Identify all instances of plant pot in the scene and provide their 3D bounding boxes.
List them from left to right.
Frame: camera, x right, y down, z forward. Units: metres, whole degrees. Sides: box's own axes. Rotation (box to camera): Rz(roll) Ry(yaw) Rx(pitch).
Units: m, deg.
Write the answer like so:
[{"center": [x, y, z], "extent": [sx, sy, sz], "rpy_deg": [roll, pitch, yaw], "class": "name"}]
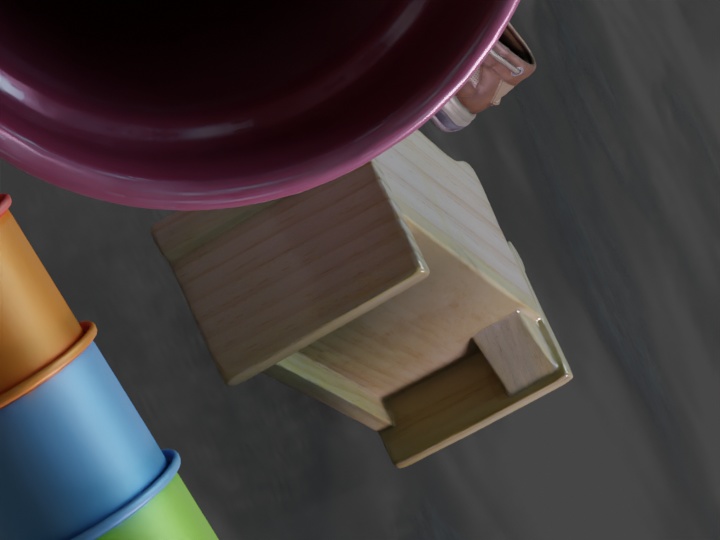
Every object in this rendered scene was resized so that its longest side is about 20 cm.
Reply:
[{"center": [-0.059, -0.135, 0.809], "extent": [0.200, 0.200, 0.179], "rpy_deg": [60, -1, -21], "class": "plant pot"}]

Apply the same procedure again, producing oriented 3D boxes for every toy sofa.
[{"center": [0.000, 0.000, 0.992], "extent": [0.098, 0.083, 0.200], "rpy_deg": [65, 12, 20], "class": "toy sofa"}]

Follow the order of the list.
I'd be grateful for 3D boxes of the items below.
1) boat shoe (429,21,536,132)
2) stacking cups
[{"center": [0.031, -0.159, 1.419], "extent": [0.200, 0.072, 0.076], "rpy_deg": [52, 18, -44], "class": "boat shoe"}, {"center": [-0.081, 0.047, 0.673], "extent": [0.200, 0.060, 0.061], "rpy_deg": [57, 14, -11], "class": "stacking cups"}]
